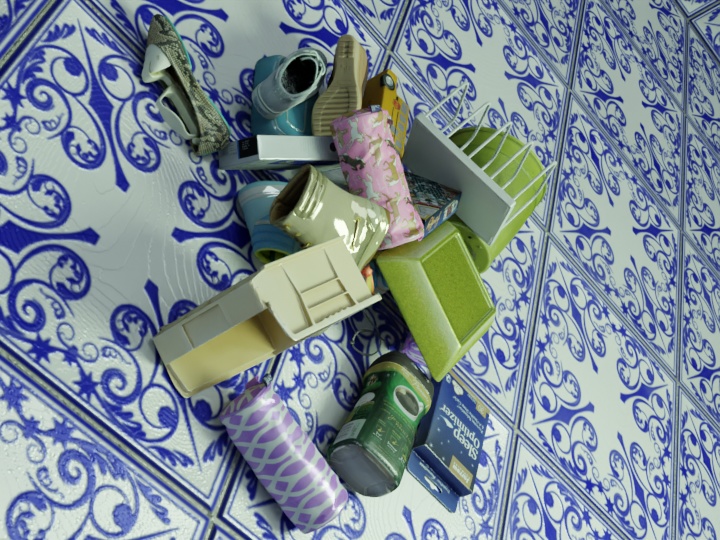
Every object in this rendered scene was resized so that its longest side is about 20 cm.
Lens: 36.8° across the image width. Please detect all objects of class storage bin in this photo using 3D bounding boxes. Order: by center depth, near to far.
[{"bbox_3d":[-0.116,0.056,1.311,0.198,0.199,0.094,-24,86,-54],"label":"storage bin"}]

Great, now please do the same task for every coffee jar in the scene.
[{"bbox_3d":[0.032,0.208,1.500,0.104,0.085,0.201,47,40,-16],"label":"coffee jar"}]

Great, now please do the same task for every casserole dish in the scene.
[{"bbox_3d":[-0.108,-0.246,1.642,0.121,0.039,0.202,31,46,-37],"label":"casserole dish"}]

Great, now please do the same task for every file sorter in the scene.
[{"bbox_3d":[0.183,-0.171,1.678,0.200,0.139,0.124,44,68,11],"label":"file sorter"}]

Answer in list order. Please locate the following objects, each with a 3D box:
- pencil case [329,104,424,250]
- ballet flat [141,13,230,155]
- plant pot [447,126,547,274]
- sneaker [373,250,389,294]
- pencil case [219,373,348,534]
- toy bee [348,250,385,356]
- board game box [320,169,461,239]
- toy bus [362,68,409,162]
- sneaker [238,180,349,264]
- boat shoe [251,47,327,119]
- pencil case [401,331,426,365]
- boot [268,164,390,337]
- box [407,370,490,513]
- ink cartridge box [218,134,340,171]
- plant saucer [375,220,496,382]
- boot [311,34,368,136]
[{"bbox_3d":[0.025,-0.128,1.509,0.083,0.086,0.202,-37,112,-67],"label":"pencil case"},{"bbox_3d":[-0.248,-0.246,1.454,0.075,0.068,0.201,-32,97,-33],"label":"ballet flat"},{"bbox_3d":[0.189,-0.102,1.814,0.200,0.199,0.194,46,51,-22],"label":"plant pot"},{"bbox_3d":[0.036,-0.054,1.669,0.076,0.080,0.202,27,49,-37],"label":"sneaker"},{"bbox_3d":[-0.095,0.228,1.340,0.201,0.083,0.086,58,13,-10],"label":"pencil case"},{"bbox_3d":[0.000,0.000,1.549,0.130,0.109,0.201,-32,70,-17],"label":"toy bee"},{"bbox_3d":[0.036,-0.117,1.636,0.198,0.035,0.135,23,32,21],"label":"board game box"},{"bbox_3d":[0.033,-0.237,1.787,0.078,0.065,0.202,38,43,-31],"label":"toy bus"},{"bbox_3d":[-0.072,-0.052,1.516,0.198,0.079,0.132,-1,70,-26],"label":"sneaker"},{"bbox_3d":[-0.087,-0.286,1.599,0.070,0.071,0.201,54,37,-13],"label":"boat shoe"},{"bbox_3d":[0.116,0.050,1.688,0.085,0.084,0.202,21,51,-18],"label":"pencil case"},{"bbox_3d":[-0.066,-0.024,1.423,0.155,0.201,0.073,28,6,-36],"label":"boot"},{"bbox_3d":[0.138,0.255,1.649,0.121,0.032,0.201,46,41,-23],"label":"box"},{"bbox_3d":[-0.093,-0.165,1.529,0.198,0.099,0.040,-3,87,-42],"label":"ink cartridge box"},{"bbox_3d":[0.126,0.030,1.583,0.199,0.048,0.202,-36,103,-54],"label":"plant saucer"},{"bbox_3d":[-0.021,-0.249,1.685,0.167,0.071,0.202,67,32,-73],"label":"boot"}]
